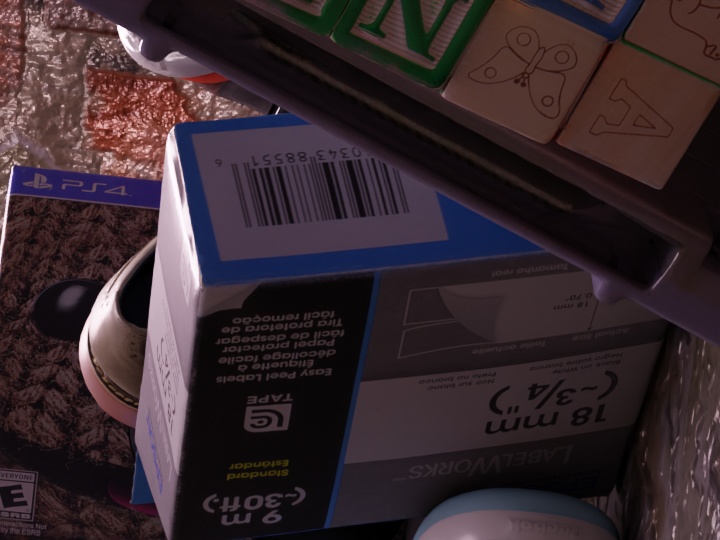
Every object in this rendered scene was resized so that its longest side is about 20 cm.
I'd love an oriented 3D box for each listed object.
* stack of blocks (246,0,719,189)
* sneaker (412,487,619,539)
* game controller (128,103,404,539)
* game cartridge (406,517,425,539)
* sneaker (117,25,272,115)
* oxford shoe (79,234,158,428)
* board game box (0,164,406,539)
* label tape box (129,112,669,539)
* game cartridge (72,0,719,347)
[{"bbox_3d":[0.006,-0.114,0.648,0.115,0.200,0.059,-59,17,24],"label":"stack of blocks"},{"bbox_3d":[0.031,0.167,0.922,0.200,0.079,0.131,102,173,-57],"label":"sneaker"},{"bbox_3d":[0.000,0.000,1.019,0.200,0.104,0.042,-65,19,-12],"label":"game controller"},{"bbox_3d":[0.032,0.057,1.175,0.130,0.038,0.200,-99,15,-54],"label":"game cartridge"},{"bbox_3d":[0.001,-0.086,1.150,0.082,0.200,0.077,35,-103,-56],"label":"sneaker"},{"bbox_3d":[0.001,-0.016,0.953,0.071,0.200,0.074,51,163,11],"label":"oxford shoe"},{"bbox_3d":[-0.067,0.067,1.124,0.200,0.159,0.097,-91,9,-47],"label":"board game box"},{"bbox_3d":[0.009,0.034,0.890,0.200,0.144,0.063,101,159,-52],"label":"label tape box"},{"bbox_3d":[0.011,-0.064,0.742,0.038,0.200,0.130,-55,19,22],"label":"game cartridge"}]
